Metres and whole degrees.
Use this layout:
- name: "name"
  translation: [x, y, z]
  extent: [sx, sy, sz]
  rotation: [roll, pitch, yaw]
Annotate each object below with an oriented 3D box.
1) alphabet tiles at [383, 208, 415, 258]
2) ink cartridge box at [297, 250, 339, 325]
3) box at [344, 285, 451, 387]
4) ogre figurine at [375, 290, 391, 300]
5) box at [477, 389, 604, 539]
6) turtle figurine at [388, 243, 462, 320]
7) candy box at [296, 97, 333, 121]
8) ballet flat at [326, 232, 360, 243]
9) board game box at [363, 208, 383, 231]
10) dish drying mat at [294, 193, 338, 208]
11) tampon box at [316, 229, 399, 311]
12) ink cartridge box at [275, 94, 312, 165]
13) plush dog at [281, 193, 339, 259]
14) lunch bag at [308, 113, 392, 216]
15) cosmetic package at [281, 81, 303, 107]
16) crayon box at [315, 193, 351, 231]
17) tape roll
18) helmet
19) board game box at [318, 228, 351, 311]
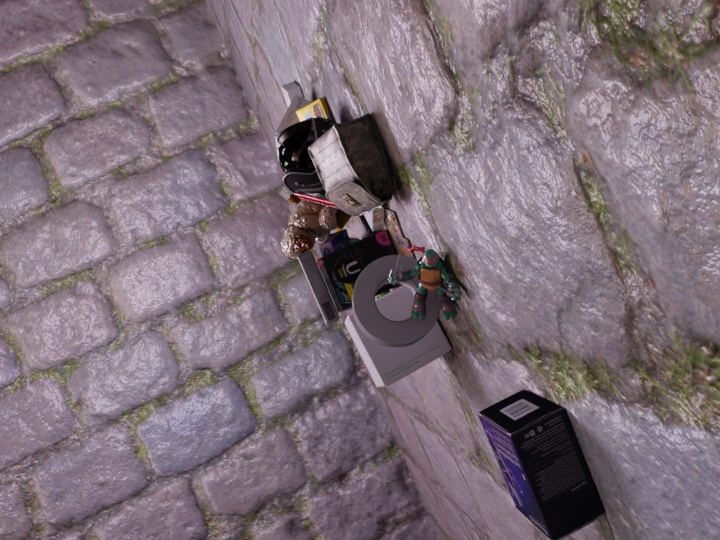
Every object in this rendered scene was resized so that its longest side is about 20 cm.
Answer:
- name: "alphabet tiles"
  translation: [0.102, -0.060, 1.614]
  extent: [0.167, 0.007, 0.201]
  rotation: [-140, 27, -71]
- name: "ink cartridge box"
  translation: [-0.115, 0.047, 1.792]
  extent: [0.174, 0.043, 0.201]
  rotation: [-169, 56, -88]
- name: "box"
  translation: [0.090, 0.163, 1.634]
  extent: [0.201, 0.198, 0.171]
  rotation: [62, 171, 8]
- name: "ogre figurine"
  translation: [0.042, 0.014, 1.910]
  extent: [0.120, 0.097, 0.202]
  rotation: [47, -152, -59]
- name: "box"
  translation: [0.304, 0.326, 1.101]
  extent: [0.148, 0.104, 0.201]
  rotation: [-177, 64, -80]
- name: "turtle figurine"
  translation: [0.143, 0.023, 1.314]
  extent: [0.149, 0.101, 0.201]
  rotation: [15, 146, 23]
- name: "candy box"
  translation: [-0.103, -0.367, 1.797]
  extent: [0.102, 0.026, 0.201]
  rotation: [-15, 101, 44]
- name: "ballet flat"
  translation: [-0.063, -0.077, 2.035]
  extent: [0.199, 0.071, 0.071]
  rotation: [3, -125, -56]
- name: "board game box"
  translation: [0.017, -0.207, 1.619]
  extent: [0.200, 0.034, 0.135]
  rotation: [87, 159, -62]
- name: "dish drying mat"
  translation: [-0.083, -0.177, 1.703]
  extent: [0.199, 0.077, 0.018]
  rotation: [18, 95, 39]
- name: "tampon box"
  translation: [0.000, 0.000, 1.719]
  extent: [0.126, 0.199, 0.151]
  rotation: [-159, 45, -86]
- name: "ink cartridge box"
  translation: [-0.189, -0.410, 1.943]
  extent: [0.083, 0.147, 0.200]
  rotation: [24, 168, 0]
- name: "plush dog"
  translation: [-0.167, -0.114, 1.849]
  extent: [0.160, 0.173, 0.200]
  rotation: [29, 162, -9]
- name: "lunch bag"
  translation: [-0.016, -0.220, 1.443]
  extent: [0.164, 0.117, 0.202]
  rotation: [-14, 99, 64]
- name: "cosmetic package"
  translation: [-0.198, -0.504, 2.099]
  extent: [0.083, 0.050, 0.201]
  rotation: [51, 162, 57]
- name: "crayon box"
  translation: [-0.079, -0.190, 1.897]
  extent: [0.118, 0.059, 0.200]
  rotation: [27, 161, -6]
- name: "tape roll"
  translation: [0.080, 0.070, 1.452]
  extent: [0.066, 0.199, 0.202]
  rotation: [97, 148, -75]
- name: "helmet"
  translation: [-0.109, -0.297, 1.667]
  extent: [0.200, 0.189, 0.202]
  rotation: [-18, -90, -72]
- name: "board game box"
  translation: [-0.048, -0.005, 1.884]
  extent: [0.200, 0.041, 0.201]
  rotation: [-52, -56, -71]
